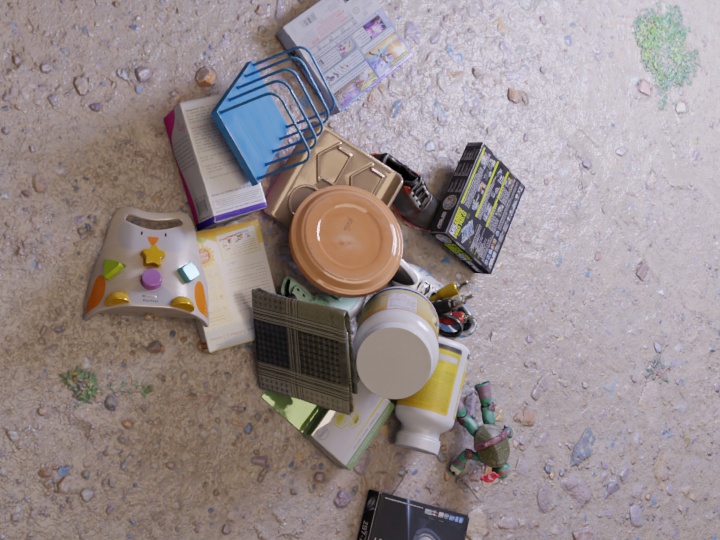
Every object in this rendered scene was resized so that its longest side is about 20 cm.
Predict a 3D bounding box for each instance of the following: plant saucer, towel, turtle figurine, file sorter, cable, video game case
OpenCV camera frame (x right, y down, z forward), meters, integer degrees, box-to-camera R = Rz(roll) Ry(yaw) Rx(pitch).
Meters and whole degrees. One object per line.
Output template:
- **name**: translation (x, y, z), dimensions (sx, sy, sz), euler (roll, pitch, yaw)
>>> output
- **plant saucer**: translation (-0.021, -0.053, 1.652), dimensions (0.199, 0.032, 0.202), euler (7, 67, -16)
- **towel**: translation (-0.091, 0.130, 1.600), dimensions (0.034, 0.199, 0.194), euler (-32, 127, -49)
- **turtle figurine**: translation (0.234, 0.317, 1.825), dimensions (0.149, 0.101, 0.201), euler (-19, 88, -27)
- **file sorter**: translation (-0.134, -0.262, 1.607), dimensions (0.139, 0.122, 0.201), euler (61, 27, -27)
- **cable**: translation (0.111, 0.082, 1.777), dimensions (0.198, 0.050, 0.098), euler (-11, 93, 12)
- **video game case**: translation (-0.028, -0.415, 1.797), dimensions (0.200, 0.045, 0.182), euler (-41, 101, -24)

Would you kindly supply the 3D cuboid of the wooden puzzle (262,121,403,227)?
- **wooden puzzle**: translation (-0.050, -0.138, 1.739), dimensions (0.199, 0.046, 0.186), euler (31, 89, -16)

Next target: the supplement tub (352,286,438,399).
- **supplement tub**: translation (0.060, 0.120, 1.636), dimensions (0.143, 0.200, 0.146), euler (1, 106, 4)

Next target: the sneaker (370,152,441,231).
- **sneaker**: translation (0.091, -0.144, 1.806), dimensions (0.200, 0.082, 0.077), euler (37, 70, -18)

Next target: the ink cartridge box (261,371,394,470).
- **ink cartridge box**: translation (-0.054, 0.231, 1.716), dimensions (0.200, 0.048, 0.146), euler (45, 68, -18)

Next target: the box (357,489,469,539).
- **box**: translation (0.089, 0.497, 1.759), dimensions (0.199, 0.043, 0.161), euler (21, 75, -23)

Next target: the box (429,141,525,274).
- **box**: translation (0.226, -0.118, 1.866), dimensions (0.160, 0.044, 0.201), euler (37, 69, -38)

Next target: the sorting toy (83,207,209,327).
- **sorting toy**: translation (-0.335, -0.013, 1.563), dimensions (0.198, 0.107, 0.181), euler (4, 68, -14)

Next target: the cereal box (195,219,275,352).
- **cereal box**: translation (-0.220, 0.026, 1.658), dimensions (0.143, 0.039, 0.202), euler (-14, 92, -27)

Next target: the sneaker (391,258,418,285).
- **sneaker**: translation (0.000, 0.000, 1.697), dimensions (0.199, 0.071, 0.100), euler (30, 68, -10)

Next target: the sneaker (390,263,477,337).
- **sneaker**: translation (0.139, 0.051, 1.817), dimensions (0.200, 0.072, 0.072), euler (39, 71, -16)

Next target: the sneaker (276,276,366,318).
- **sneaker**: translation (-0.072, 0.046, 1.690), dimensions (0.200, 0.073, 0.119), euler (-41, 111, -38)

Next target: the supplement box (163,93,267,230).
- **supplement box**: translation (-0.244, -0.181, 1.633), dimensions (0.103, 0.101, 0.201), euler (-19, 93, -27)

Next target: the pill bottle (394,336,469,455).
- **pill bottle**: translation (0.124, 0.225, 1.767), dimensions (0.111, 0.112, 0.201), euler (21, 75, -23)
